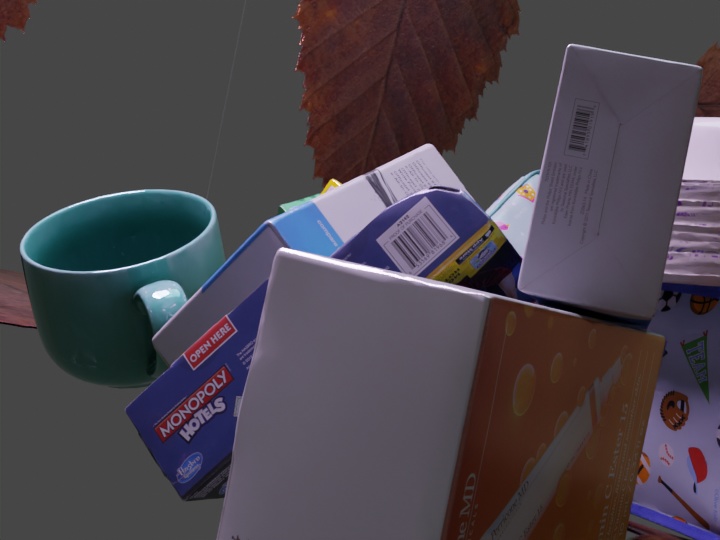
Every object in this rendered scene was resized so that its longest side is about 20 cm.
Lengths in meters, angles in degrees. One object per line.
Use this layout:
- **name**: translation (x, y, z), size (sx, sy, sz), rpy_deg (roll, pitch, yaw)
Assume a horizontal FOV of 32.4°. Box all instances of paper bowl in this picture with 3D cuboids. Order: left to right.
- **paper bowl**: translation (0.234, -0.045, 0.828), size (0.198, 0.106, 0.201), rpy_deg (2, 3, 0)

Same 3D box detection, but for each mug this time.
- **mug**: translation (-0.177, 0.027, 0.938), size (0.150, 0.116, 0.186), rpy_deg (-2, 26, 9)

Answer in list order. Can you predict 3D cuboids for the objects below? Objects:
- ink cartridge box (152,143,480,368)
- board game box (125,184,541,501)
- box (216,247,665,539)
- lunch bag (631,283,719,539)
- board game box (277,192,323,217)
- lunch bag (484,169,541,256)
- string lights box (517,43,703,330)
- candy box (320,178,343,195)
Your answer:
- **ink cartridge box**: translation (-0.020, 0.009, 0.832), size (0.145, 0.084, 0.199), rpy_deg (-43, -8, 37)
- **board game box**: translation (0.004, 0.050, 0.678), size (0.062, 0.200, 0.200), rpy_deg (50, 4, 24)
- **box**: translation (0.044, 0.071, 0.525), size (0.097, 0.126, 0.199), rpy_deg (12, 0, 32)
- **lunch bag**: translation (0.236, 0.089, 0.857), size (0.123, 0.172, 0.199), rpy_deg (7, 0, -29)
- **board game box**: translation (-0.028, 0.010, 1.080), size (0.134, 0.201, 0.029), rpy_deg (-20, 52, -34)
- **lunch bag**: translation (0.171, 0.005, 1.120), size (0.160, 0.077, 0.200), rpy_deg (40, 45, 10)
- **string lights box**: translation (0.119, -0.029, 0.588), size (0.058, 0.104, 0.200), rpy_deg (12, -1, 13)
- **candy box**: translation (0.000, 0.000, 1.037), size (0.026, 0.103, 0.200), rpy_deg (35, 2, 31)
